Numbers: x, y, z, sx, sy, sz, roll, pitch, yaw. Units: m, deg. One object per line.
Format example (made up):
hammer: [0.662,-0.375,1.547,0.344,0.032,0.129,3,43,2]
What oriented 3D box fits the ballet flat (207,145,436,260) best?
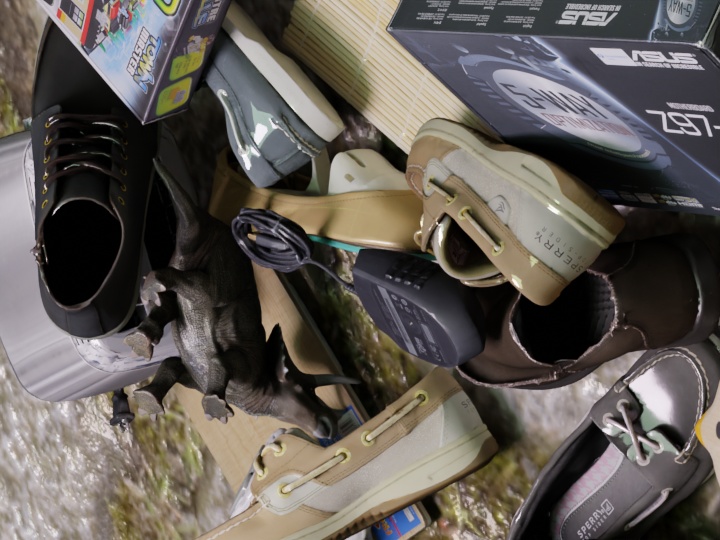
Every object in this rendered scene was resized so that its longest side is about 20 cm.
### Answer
ballet flat: [-0.018,-0.041,1.560,0.199,0.068,0.064,5,96,46]

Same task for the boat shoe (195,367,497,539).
boat shoe: [-0.025,0.119,1.551,0.067,0.199,0.074,63,171,6]

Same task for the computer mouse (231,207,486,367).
computer mouse: [0.000,0.000,1.489,0.199,0.034,0.059,27,152,43]

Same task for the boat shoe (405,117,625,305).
boat shoe: [0.060,-0.027,1.400,0.074,0.067,0.200,37,175,-19]

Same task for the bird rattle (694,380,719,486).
bird rattle: [0.224,0.087,1.326,0.164,0.112,0.201,59,141,34]

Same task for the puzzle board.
puzzle board: [-0.044,0.094,1.698,0.201,0.017,0.151,58,140,8]

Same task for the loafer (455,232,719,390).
loafer: [0.099,0.019,1.432,0.200,0.071,0.074,-23,75,55]

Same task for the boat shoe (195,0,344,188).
boat shoe: [-0.091,-0.126,1.570,0.062,0.073,0.200,-47,64,9]

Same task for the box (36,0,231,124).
box: [-0.107,-0.188,1.488,0.110,0.035,0.201,48,136,23]

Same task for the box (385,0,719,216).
box: [0.133,-0.084,1.305,0.199,0.044,0.160,8,156,46]

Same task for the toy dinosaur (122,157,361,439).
toy dinosaur: [-0.087,0.023,1.582,0.077,0.102,0.201,-13,111,34]

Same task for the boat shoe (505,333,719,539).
boat shoe: [0.134,0.107,1.466,0.067,0.057,0.200,51,139,19]

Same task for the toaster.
toaster: [-0.158,-0.005,1.673,0.129,0.113,0.202,-21,82,63]

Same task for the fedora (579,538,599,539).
fedora: [0.117,0.205,1.475,0.201,0.199,0.092,122,141,-46]

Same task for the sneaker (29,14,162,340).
sneaker: [-0.147,-0.067,1.550,0.106,0.074,0.202,110,158,-81]

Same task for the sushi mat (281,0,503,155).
sushi mat: [0.033,-0.103,1.507,0.200,0.012,0.096,43,137,25]

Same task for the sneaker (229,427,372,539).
sneaker: [-0.040,0.177,1.668,0.099,0.078,0.200,27,148,1]
